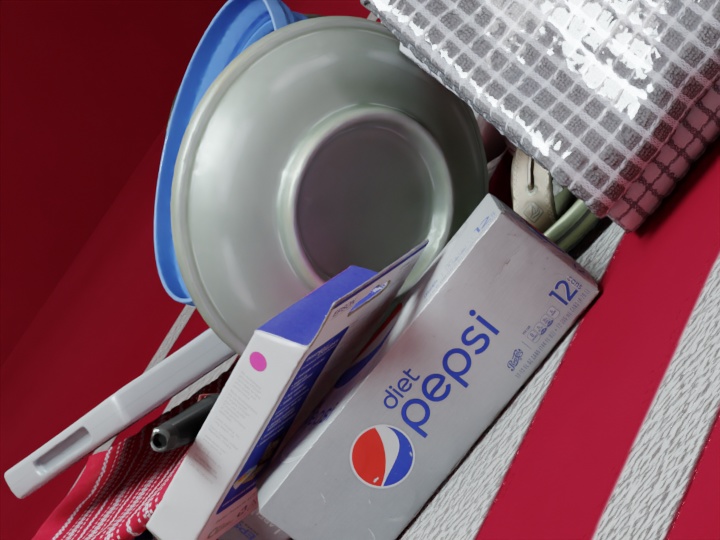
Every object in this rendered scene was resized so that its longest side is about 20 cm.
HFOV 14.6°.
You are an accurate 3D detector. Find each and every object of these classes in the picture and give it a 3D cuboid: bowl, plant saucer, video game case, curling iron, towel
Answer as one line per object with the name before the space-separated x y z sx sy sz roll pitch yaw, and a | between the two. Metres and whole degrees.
bowl | -0.075 -0.074 1.761 0.201 0.039 0.201 135 141 -52
plant saucer | -0.005 -0.036 1.519 0.200 0.200 0.050 -54 30 -13
video game case | -0.105 0.058 1.686 0.200 0.023 0.182 -34 0 -33
curling iron | -0.078 0.067 1.522 0.025 0.050 0.200 -13 9 20
towel | 0.112 -0.140 1.439 0.166 0.200 0.086 -52 -31 8
towel | -0.135 0.125 1.671 0.200 0.022 0.145 -35 15 45

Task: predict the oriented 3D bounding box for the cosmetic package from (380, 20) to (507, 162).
cosmetic package | 0.058 -0.119 1.761 0.108 0.085 0.200 -63 -7 16

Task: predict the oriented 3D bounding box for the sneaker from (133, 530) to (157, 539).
sneaker | -0.141 0.207 1.678 0.074 0.082 0.200 -46 12 18

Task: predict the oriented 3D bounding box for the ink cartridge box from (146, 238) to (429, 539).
ink cartridge box | -0.039 0.061 1.465 0.095 0.037 0.200 -34 -18 -51

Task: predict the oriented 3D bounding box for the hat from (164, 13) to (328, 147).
hat | -0.047 -0.067 1.871 0.201 0.200 0.081 -49 0 15

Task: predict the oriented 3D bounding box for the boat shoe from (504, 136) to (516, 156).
boat shoe | 0.121 -0.111 1.660 0.074 0.065 0.200 -55 10 -19

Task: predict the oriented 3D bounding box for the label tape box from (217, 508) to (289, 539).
label tape box | -0.035 0.091 1.659 0.200 0.063 0.144 -42 13 45

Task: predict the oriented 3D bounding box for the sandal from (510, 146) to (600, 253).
sandal | 0.099 -0.042 1.522 0.201 0.057 0.080 -52 5 14

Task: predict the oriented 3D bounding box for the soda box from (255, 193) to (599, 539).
soda box | 0.032 0.060 1.445 0.200 0.068 0.063 -52 9 6
